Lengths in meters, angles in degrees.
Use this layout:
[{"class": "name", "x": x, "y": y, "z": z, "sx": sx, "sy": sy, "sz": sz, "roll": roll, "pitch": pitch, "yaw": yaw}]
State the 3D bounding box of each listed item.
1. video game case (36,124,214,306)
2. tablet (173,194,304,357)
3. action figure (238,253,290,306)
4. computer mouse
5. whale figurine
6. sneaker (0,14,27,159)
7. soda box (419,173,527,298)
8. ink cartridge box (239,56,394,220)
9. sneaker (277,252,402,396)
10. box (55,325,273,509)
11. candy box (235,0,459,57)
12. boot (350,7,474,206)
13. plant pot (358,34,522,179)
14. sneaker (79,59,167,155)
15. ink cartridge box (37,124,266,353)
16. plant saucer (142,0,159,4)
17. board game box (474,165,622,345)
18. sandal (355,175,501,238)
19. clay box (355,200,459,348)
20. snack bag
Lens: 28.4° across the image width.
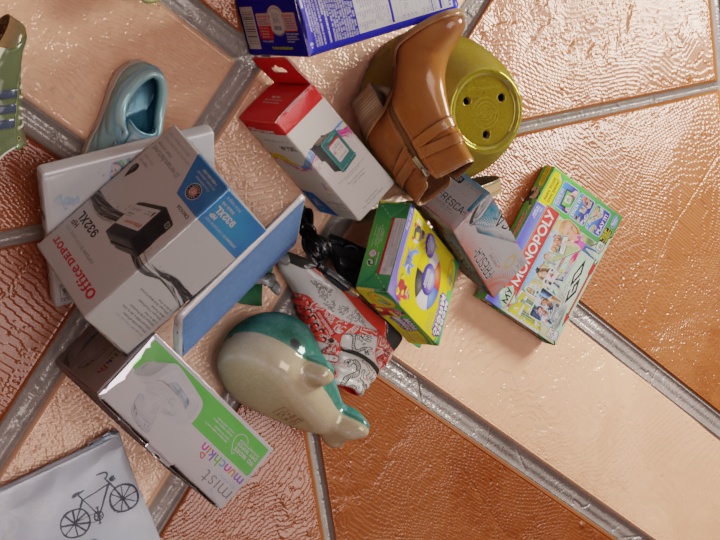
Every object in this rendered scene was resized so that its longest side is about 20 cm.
[{"class": "video game case", "x": -0.255, "y": -0.060, "z": 1.586, "sx": 0.200, "sy": 0.024, "sz": 0.182, "roll": -17, "pitch": 132, "yaw": -24}, {"class": "tablet", "x": -0.134, "y": 0.006, "z": 1.567, "sx": 0.014, "sy": 0.130, "sz": 0.200, "roll": 40, "pitch": 68, "yaw": 9}, {"class": "action figure", "x": -0.180, "y": -0.001, "z": 1.635, "sx": 0.200, "sy": 0.055, "sz": 0.118, "roll": -1, "pitch": 119, "yaw": -33}, {"class": "computer mouse", "x": 0.000, "y": 0.000, "z": 1.702, "sx": 0.046, "sy": 0.140, "sz": 0.200, "roll": -41, "pitch": 116, "yaw": 11}, {"class": "whale figurine", "x": -0.072, "y": 0.127, "z": 1.688, "sx": 0.200, "sy": 0.159, "sz": 0.104, "roll": 38, "pitch": 53, "yaw": -15}, {"class": "sneaker", "x": -0.394, "y": -0.167, "z": 1.526, "sx": 0.090, "sy": 0.067, "sz": 0.200, "roll": 32, "pitch": 82, "yaw": -35}, {"class": "soda box", "x": 0.142, "y": -0.044, "z": 1.756, "sx": 0.068, "sy": 0.064, "sz": 0.200, "roll": -47, "pitch": 149, "yaw": -5}, {"class": "ink cartridge box", "x": -0.064, "y": -0.155, "z": 1.663, "sx": 0.067, "sy": 0.116, "sz": 0.200, "roll": -47, "pitch": 114, "yaw": -13}, {"class": "sneaker", "x": -0.045, "y": 0.071, "z": 1.732, "sx": 0.201, "sy": 0.067, "sz": 0.108, "roll": 40, "pitch": 76, "yaw": -28}, {"class": "box", "x": -0.223, "y": 0.153, "z": 1.591, "sx": 0.097, "sy": 0.176, "sz": 0.200, "roll": -48, "pitch": 114, "yaw": -13}, {"class": "candy box", "x": -0.016, "y": -0.306, "z": 1.637, "sx": 0.200, "sy": 0.169, "sz": 0.077, "roll": -20, "pitch": 107, "yaw": -24}, {"class": "boot", "x": 0.086, "y": -0.185, "z": 1.620, "sx": 0.074, "sy": 0.200, "sz": 0.155, "roll": -10, "pitch": 61, "yaw": -44}, {"class": "plant pot", "x": 0.116, "y": -0.196, "z": 1.735, "sx": 0.200, "sy": 0.142, "sz": 0.200, "roll": -4, "pitch": 98, "yaw": -26}, {"class": "sneaker", "x": -0.264, "y": -0.137, "z": 1.582, "sx": 0.074, "sy": 0.082, "sz": 0.200, "roll": 11, "pitch": 94, "yaw": -27}, {"class": "ink cartridge box", "x": -0.223, "y": -0.034, "z": 1.507, "sx": 0.200, "sy": 0.145, "sz": 0.084, "roll": -42, "pitch": 138, "yaw": -1}, {"class": "plant saucer", "x": -0.202, "y": -0.426, "z": 1.594, "sx": 0.200, "sy": 0.048, "sz": 0.200, "roll": -29, "pitch": 109, "yaw": -21}, {"class": "board game box", "x": 0.251, "y": -0.019, "z": 1.893, "sx": 0.134, "sy": 0.029, "sz": 0.200, "roll": 32, "pitch": 82, "yaw": -28}, {"class": "sandal", "x": 0.095, "y": -0.059, "z": 1.782, "sx": 0.211, "sy": 0.078, "sz": 0.070, "roll": -19, "pitch": 107, "yaw": -30}, {"class": "clay box", "x": 0.064, "y": 0.011, "z": 1.712, "sx": 0.200, "sy": 0.048, "sz": 0.115, "roll": 44, "pitch": 56, "yaw": -56}, {"class": "snack bag", "x": -0.333, "y": 0.307, "z": 1.643, "sx": 0.188, "sy": 0.021, "sz": 0.200, "roll": -25, "pitch": 108, "yaw": -23}]
